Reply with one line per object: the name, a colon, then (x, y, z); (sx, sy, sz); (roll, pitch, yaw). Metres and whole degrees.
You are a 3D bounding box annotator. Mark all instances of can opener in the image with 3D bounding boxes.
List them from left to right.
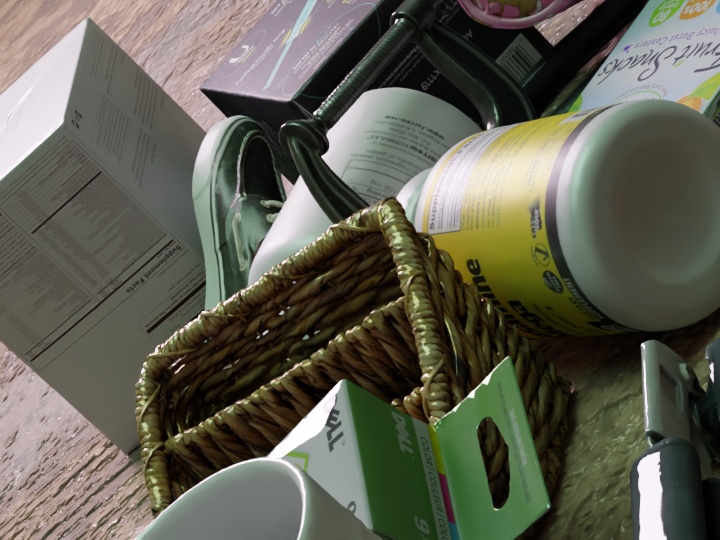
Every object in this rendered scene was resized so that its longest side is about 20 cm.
can opener: (0.165, -0.147, 1.470); (0.200, 0.079, 0.063); (-49, 59, 1)
can opener: (0.150, 0.088, 1.036); (0.067, 0.053, 0.200); (-37, 23, 23)

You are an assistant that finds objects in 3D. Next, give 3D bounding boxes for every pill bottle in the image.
pill bottle: (0.000, 0.000, 1.406); (0.114, 0.114, 0.200); (-25, 28, 44)
pill bottle: (0.099, -0.021, 1.258); (0.113, 0.112, 0.200); (-54, 21, -22)

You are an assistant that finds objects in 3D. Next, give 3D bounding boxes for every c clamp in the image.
c clamp: (0.018, -0.093, 1.389); (0.027, 0.171, 0.200); (-42, 12, 49)

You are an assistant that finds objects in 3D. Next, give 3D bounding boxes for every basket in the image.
basket: (-0.018, 0.091, 1.220); (0.200, 0.149, 0.143); (-31, 24, 32)

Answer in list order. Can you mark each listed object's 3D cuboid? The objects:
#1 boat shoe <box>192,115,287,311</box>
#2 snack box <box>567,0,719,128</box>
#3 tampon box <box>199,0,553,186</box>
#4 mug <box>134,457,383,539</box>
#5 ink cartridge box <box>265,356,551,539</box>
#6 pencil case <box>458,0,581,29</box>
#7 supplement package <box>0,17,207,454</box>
boat shoe: (-0.059, -0.011, 1.546); (0.064, 0.071, 0.201); (-24, 59, 37)
snack box: (0.197, -0.120, 1.340); (0.200, 0.053, 0.142); (-53, 21, -20)
tampon box: (0.012, -0.125, 1.603); (0.150, 0.126, 0.200); (-48, 20, -9)
mug: (-0.032, 0.192, 1.006); (0.200, 0.175, 0.148); (-20, 34, 47)
ink cartridge box: (-0.010, 0.122, 1.099); (0.200, 0.059, 0.104); (-45, 30, 23)
pencil case: (0.121, -0.201, 1.510); (0.086, 0.083, 0.200); (-19, 5, 24)
supplement package: (-0.172, -0.026, 1.666); (0.147, 0.200, 0.191); (-39, 20, 17)
